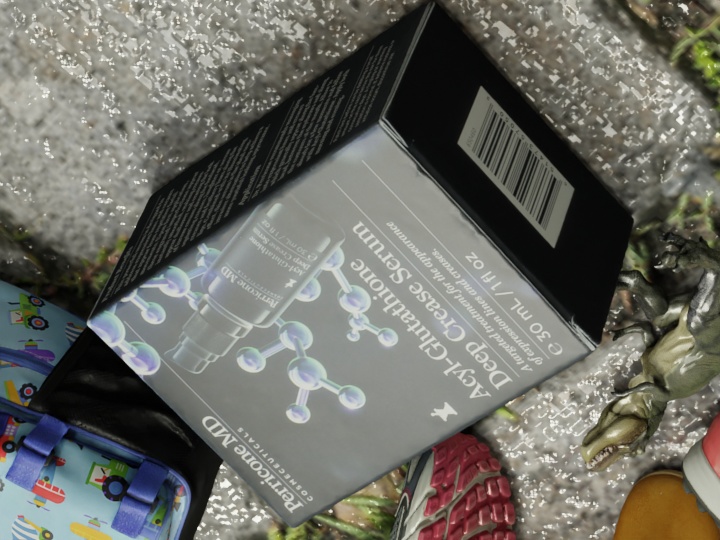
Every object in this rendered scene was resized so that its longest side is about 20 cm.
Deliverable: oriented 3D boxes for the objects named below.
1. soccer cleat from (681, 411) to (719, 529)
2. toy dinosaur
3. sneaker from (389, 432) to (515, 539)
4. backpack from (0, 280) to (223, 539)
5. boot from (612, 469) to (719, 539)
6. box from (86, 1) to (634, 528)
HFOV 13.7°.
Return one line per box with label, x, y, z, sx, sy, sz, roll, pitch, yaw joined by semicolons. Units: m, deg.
soccer cleat;0.241;0.133;1.404;0.200;0.068;0.073;44;115;17
toy dinosaur;0.157;0.018;1.394;0.088;0.048;0.200;32;128;-25
sneaker;0.021;0.172;1.518;0.074;0.080;0.201;28;117;35
backpack;-0.179;0.103;1.503;0.199;0.135;0.183;25;127;2
boot;0.123;0.200;1.426;0.070;0.144;0.203;1;91;31
box;0.000;0.000;1.389;0.200;0.107;0.148;-33;111;34
